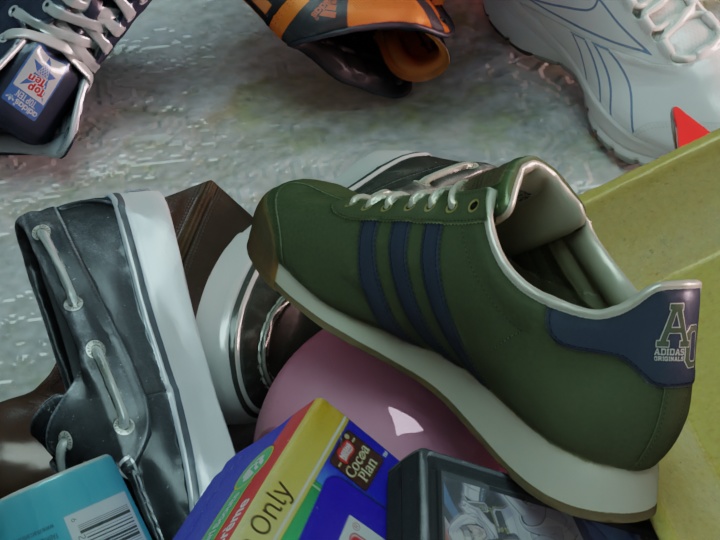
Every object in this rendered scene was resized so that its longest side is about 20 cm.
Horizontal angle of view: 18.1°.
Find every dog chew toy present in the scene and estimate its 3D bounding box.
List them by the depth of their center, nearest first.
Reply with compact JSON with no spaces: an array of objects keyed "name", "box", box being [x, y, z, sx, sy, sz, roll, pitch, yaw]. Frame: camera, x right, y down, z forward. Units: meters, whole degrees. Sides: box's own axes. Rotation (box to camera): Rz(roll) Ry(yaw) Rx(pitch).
[{"name":"dog chew toy","box":[0.059,0.061,0.882,0.200,0.125,0.125,-19,48,-29]}]

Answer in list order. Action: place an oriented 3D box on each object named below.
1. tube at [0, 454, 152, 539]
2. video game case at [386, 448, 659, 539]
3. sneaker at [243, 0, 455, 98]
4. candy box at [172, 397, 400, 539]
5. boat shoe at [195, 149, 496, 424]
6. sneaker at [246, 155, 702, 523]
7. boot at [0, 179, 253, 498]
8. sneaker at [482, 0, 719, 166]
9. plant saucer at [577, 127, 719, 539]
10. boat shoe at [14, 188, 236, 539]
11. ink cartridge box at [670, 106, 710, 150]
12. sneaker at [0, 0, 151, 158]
[{"name":"tube","box":[-0.069,0.163,0.770,0.077,0.050,0.200,-22,85,-16]},{"name":"video game case","box":[0.089,0.171,0.721,0.181,0.025,0.200,19,54,-26]},{"name":"sneaker","box":[0.022,-0.144,1.124,0.200,0.078,0.112,-23,69,-38]},{"name":"candy box","box":[0.010,0.168,0.735,0.200,0.077,0.169,39,49,-9]},{"name":"boat shoe","box":[0.000,0.000,0.943,0.064,0.071,0.200,1,28,31]},{"name":"sneaker","box":[0.042,-0.003,0.776,0.067,0.090,0.200,-4,31,-42]},{"name":"boot","box":[-0.129,0.033,0.941,0.186,0.064,0.200,17,49,-2]},{"name":"sneaker","box":[0.129,-0.118,1.080,0.074,0.087,0.200,-28,53,-27]},{"name":"plant saucer","box":[0.179,0.017,0.799,0.200,0.048,0.200,-26,43,4]},{"name":"boat shoe","box":[-0.088,0.060,0.841,0.068,0.072,0.200,-8,65,-16]},{"name":"ink cartridge box","box":[0.198,0.007,0.930,0.116,0.067,0.200,32,36,-31]},{"name":"sneaker","box":[-0.125,-0.126,1.040,0.070,0.200,0.109,34,40,-30]}]
